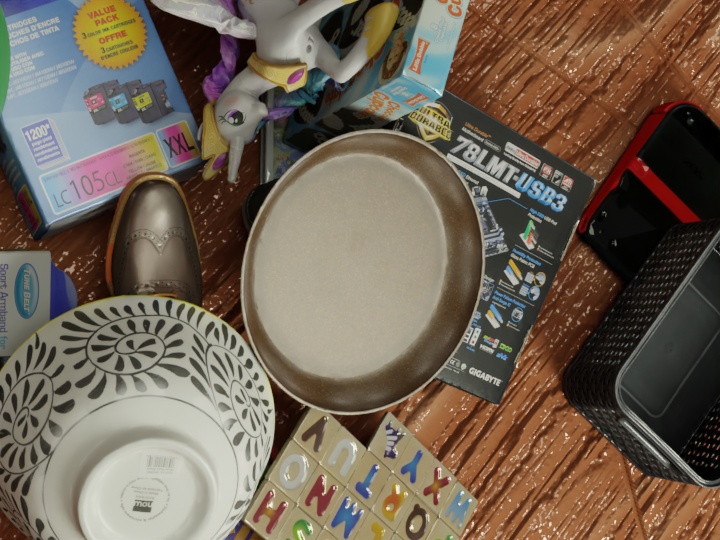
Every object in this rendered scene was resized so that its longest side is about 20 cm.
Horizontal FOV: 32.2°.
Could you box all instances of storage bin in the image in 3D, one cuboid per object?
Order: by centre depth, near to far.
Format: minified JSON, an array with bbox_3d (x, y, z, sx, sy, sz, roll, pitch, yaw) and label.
[{"bbox_3d":[0.285,0.067,1.058,0.135,0.094,0.201,42,77,-12],"label":"storage bin"}]

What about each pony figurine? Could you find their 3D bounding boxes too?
[{"bbox_3d":[-0.068,-0.184,0.877,0.166,0.200,0.195,19,37,-50],"label":"pony figurine"}]

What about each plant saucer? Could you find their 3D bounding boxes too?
[{"bbox_3d":[0.000,0.000,0.885,0.197,0.032,0.204,-8,106,-28],"label":"plant saucer"}]

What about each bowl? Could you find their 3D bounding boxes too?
[{"bbox_3d":[-0.141,0.127,0.804,0.197,0.094,0.204,-6,112,-16],"label":"bowl"}]

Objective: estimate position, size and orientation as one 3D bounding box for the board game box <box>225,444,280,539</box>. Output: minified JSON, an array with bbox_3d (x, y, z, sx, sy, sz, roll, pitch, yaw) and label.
[{"bbox_3d":[-0.117,0.210,0.911,0.096,0.030,0.200,48,64,-10],"label":"board game box"}]

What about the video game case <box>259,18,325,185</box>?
[{"bbox_3d":[-0.012,-0.101,1.010,0.141,0.018,0.204,4,80,-24],"label":"video game case"}]

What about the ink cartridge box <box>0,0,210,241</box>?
[{"bbox_3d":[-0.212,-0.142,0.900,0.135,0.076,0.203,-25,90,-25],"label":"ink cartridge box"}]

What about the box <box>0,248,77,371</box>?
[{"bbox_3d":[-0.281,0.046,0.823,0.198,0.041,0.121,0,93,-44],"label":"box"}]

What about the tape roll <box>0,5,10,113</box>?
[{"bbox_3d":[-0.333,-0.141,0.817,0.197,0.048,0.204,0,92,0],"label":"tape roll"}]

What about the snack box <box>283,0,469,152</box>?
[{"bbox_3d":[0.012,-0.160,0.910,0.037,0.199,0.118,23,73,-22],"label":"snack box"}]

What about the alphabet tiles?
[{"bbox_3d":[-0.001,0.193,0.934,0.200,0.007,0.168,47,65,-34],"label":"alphabet tiles"}]

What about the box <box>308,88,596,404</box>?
[{"bbox_3d":[0.067,-0.021,0.964,0.198,0.049,0.201,24,88,-33],"label":"box"}]

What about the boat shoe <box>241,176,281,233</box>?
[{"bbox_3d":[0.005,-0.060,0.970,0.197,0.057,0.068,-14,88,-25],"label":"boat shoe"}]

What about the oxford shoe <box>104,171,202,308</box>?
[{"bbox_3d":[-0.136,0.034,0.872,0.070,0.073,0.204,-6,104,-24],"label":"oxford shoe"}]

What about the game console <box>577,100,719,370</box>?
[{"bbox_3d":[0.308,-0.036,1.138,0.200,0.031,0.178,41,74,-11],"label":"game console"}]
